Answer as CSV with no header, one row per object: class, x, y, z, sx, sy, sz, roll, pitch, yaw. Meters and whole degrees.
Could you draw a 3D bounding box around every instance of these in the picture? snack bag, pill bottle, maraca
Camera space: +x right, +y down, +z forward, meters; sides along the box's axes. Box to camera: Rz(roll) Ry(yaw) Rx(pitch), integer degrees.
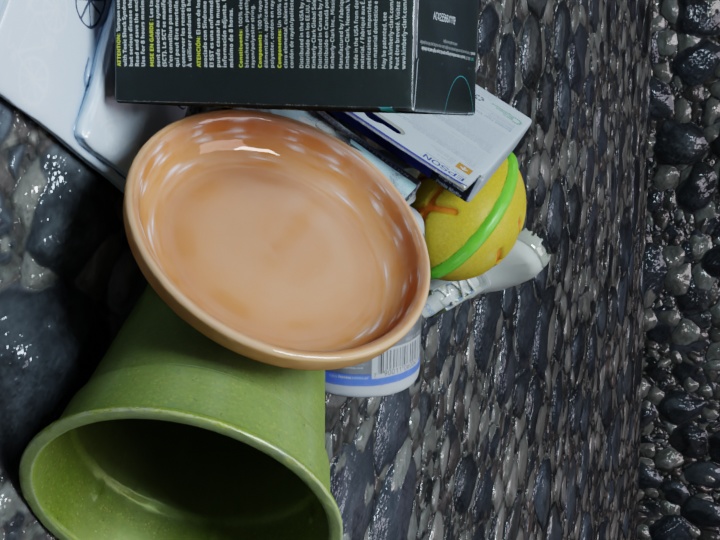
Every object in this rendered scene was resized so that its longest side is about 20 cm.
snack bag,-0.158,-0.164,0.712,0.200,0.021,0.190,44,55,-61
pill bottle,0.000,0.000,0.989,0.114,0.113,0.202,-34,128,-61
maraca,0.100,-0.067,1.061,0.107,0.137,0.201,40,34,-20

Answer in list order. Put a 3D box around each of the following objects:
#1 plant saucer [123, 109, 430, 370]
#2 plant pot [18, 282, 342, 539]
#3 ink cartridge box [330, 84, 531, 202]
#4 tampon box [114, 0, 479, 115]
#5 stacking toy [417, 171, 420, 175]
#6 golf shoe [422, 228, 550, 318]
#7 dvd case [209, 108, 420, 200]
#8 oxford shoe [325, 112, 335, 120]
plant saucer,-0.052,-0.018,0.696,0.038,0.199,0.201,-58,179,42
plant pot,-0.097,0.078,0.736,0.201,0.198,0.191,71,20,-43
ink cartridge box,0.033,-0.138,0.958,0.041,0.199,0.200,-61,170,32
tampon box,-0.036,-0.167,0.718,0.150,0.198,0.127,-21,114,-69
stacking toy,0.103,-0.154,1.259,0.200,0.085,0.086,-54,142,-56
golf shoe,0.097,0.014,1.127,0.078,0.199,0.098,52,46,-27
dvd case,-0.045,-0.071,0.824,0.022,0.146,0.200,-56,175,28
oxford shoe,-0.073,-0.063,0.904,0.071,0.071,0.201,115,-4,-53
